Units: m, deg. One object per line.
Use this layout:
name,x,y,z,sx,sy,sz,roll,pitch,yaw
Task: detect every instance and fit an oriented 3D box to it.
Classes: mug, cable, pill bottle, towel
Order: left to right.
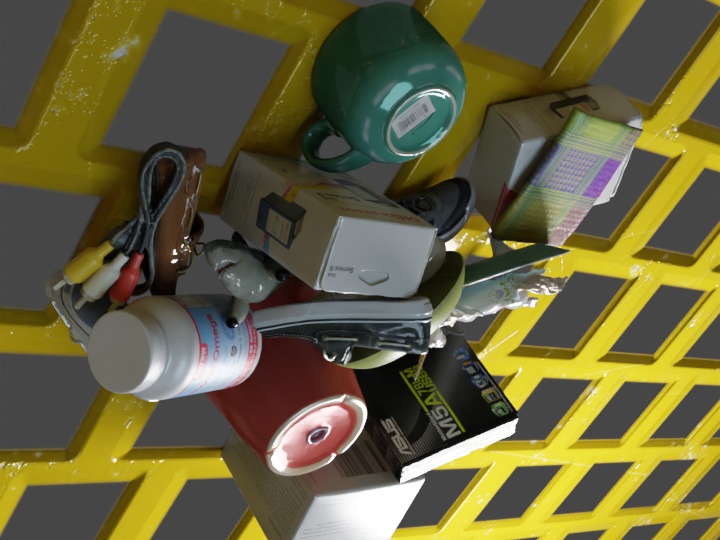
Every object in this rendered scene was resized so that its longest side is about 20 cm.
cable,-0.222,-0.034,1.191,0.097,0.051,0.200,27,117,-32
pill bottle,-0.198,0.080,1.257,0.109,0.109,0.199,-50,161,18
mug,0.033,-0.180,1.271,0.151,0.115,0.186,-8,135,-33
towel,0.254,-0.109,1.469,0.143,0.023,0.201,6,126,-42

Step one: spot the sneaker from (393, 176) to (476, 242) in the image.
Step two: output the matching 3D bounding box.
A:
sneaker,0.049,-0.068,1.439,0.199,0.076,0.114,-33,146,-2

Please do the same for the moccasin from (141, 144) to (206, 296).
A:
moccasin,-0.198,-0.048,1.268,0.077,0.074,0.203,-7,127,-23

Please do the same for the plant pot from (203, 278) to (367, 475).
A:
plant pot,-0.092,0.143,1.469,0.199,0.178,0.202,-23,142,-19

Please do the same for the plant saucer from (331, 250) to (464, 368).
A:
plant saucer,0.048,0.052,1.393,0.199,0.200,0.031,-38,107,2

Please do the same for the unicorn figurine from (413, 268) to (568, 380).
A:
unicorn figurine,0.151,0.044,1.469,0.199,0.074,0.137,-38,167,30

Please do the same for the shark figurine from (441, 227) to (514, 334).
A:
shark figurine,0.136,0.042,1.625,0.213,0.090,0.129,-25,144,-12

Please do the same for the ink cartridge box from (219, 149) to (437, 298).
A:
ink cartridge box,-0.037,-0.051,1.273,0.144,0.200,0.088,5,112,-41

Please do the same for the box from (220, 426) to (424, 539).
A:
box,-0.054,0.270,1.620,0.197,0.200,0.132,0,129,-40

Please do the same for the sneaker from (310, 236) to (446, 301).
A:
sneaker,0.000,0.000,1.390,0.199,0.075,0.100,-35,131,12

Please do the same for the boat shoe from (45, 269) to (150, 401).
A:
boat shoe,-0.288,0.070,1.314,0.075,0.085,0.203,-58,137,-23

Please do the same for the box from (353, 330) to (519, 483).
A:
box,0.089,0.174,1.634,0.191,0.201,0.048,-17,142,-23

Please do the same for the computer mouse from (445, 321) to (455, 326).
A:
computer mouse,0.028,0.075,1.560,0.199,0.044,0.109,-22,164,38

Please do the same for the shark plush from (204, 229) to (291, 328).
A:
shark plush,-0.112,-0.018,1.305,0.091,0.083,0.200,-42,-178,26

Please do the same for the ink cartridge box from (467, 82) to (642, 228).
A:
ink cartridge box,0.247,-0.148,1.510,0.198,0.085,0.147,-13,138,-27

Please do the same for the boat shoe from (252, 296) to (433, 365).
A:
boat shoe,-0.020,0.067,1.269,0.197,0.072,0.072,-2,-179,9

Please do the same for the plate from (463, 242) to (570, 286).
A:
plate,0.166,-0.004,1.485,0.198,0.026,0.200,-18,179,0
